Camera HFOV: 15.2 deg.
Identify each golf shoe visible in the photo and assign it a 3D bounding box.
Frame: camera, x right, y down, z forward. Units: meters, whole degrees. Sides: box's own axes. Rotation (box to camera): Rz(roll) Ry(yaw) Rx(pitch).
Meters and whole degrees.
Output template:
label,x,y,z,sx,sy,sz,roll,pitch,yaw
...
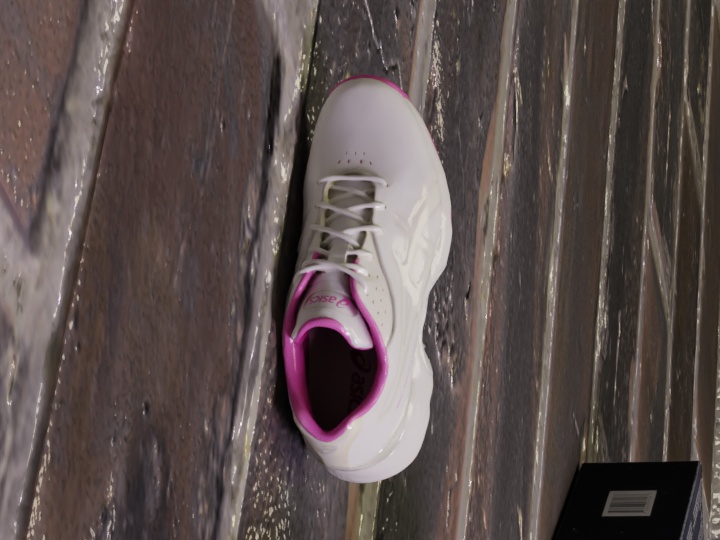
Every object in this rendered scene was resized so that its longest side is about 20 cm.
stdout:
label,x,y,z,sx,sy,sz,roll,pitch,yaw
golf shoe,0.000,0.000,1.307,0.092,0.075,0.201,27,62,-72

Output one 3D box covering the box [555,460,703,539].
label,x,y,z,sx,sy,sz,roll,pitch,yaw
box,0.221,0.274,2.189,0.200,0.104,0.183,-54,140,-69
